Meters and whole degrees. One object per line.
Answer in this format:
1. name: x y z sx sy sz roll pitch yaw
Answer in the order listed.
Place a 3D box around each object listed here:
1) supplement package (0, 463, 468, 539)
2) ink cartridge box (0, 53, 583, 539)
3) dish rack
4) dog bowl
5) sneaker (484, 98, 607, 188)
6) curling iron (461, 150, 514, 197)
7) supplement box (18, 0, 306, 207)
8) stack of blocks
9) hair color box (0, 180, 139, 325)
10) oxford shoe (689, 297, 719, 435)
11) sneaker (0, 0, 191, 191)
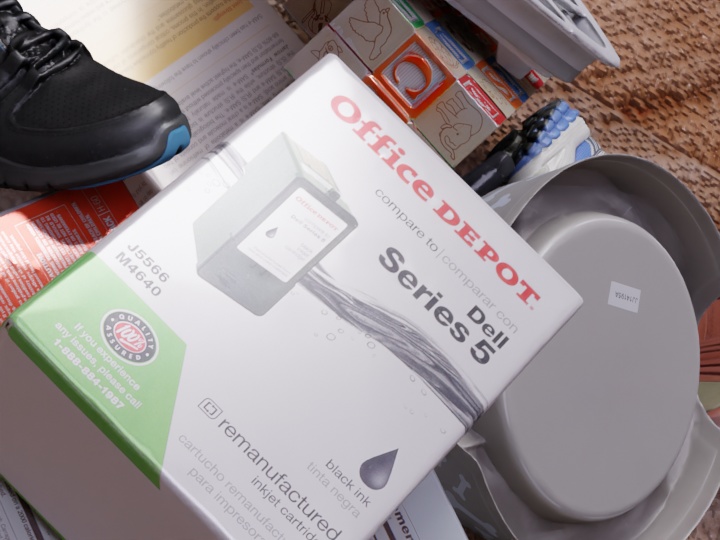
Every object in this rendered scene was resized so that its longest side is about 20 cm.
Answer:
1. supplement package: -0.086 0.122 0.928 0.200 0.152 0.151 -16 73 -35
2. ink cartridge box: -0.032 0.031 0.859 0.146 0.084 0.200 45 50 1
3. dish rack: 0.028 -0.170 1.082 0.200 0.044 0.172 32 22 -43
4. dog bowl: 0.100 0.045 1.076 0.200 0.059 0.200 -2 92 -44
5. sneaker: 0.087 0.000 1.142 0.085 0.077 0.200 41 53 -10
6. curling iron: 0.000 0.000 1.087 0.200 0.050 0.026 -33 53 -22
7. supplement box: -0.106 -0.095 1.080 0.200 0.074 0.126 49 52 1
8. stack of blocks: 0.022 -0.106 1.102 0.115 0.059 0.200 48 15 -1
9. hair color box: -0.184 0.033 0.952 0.200 0.102 0.061 -26 81 -36
10. oxford shoe: 0.220 0.033 1.218 0.074 0.071 0.200 55 48 -26
11. sneaker: -0.163 -0.090 0.976 0.200 0.082 0.073 16 27 24
